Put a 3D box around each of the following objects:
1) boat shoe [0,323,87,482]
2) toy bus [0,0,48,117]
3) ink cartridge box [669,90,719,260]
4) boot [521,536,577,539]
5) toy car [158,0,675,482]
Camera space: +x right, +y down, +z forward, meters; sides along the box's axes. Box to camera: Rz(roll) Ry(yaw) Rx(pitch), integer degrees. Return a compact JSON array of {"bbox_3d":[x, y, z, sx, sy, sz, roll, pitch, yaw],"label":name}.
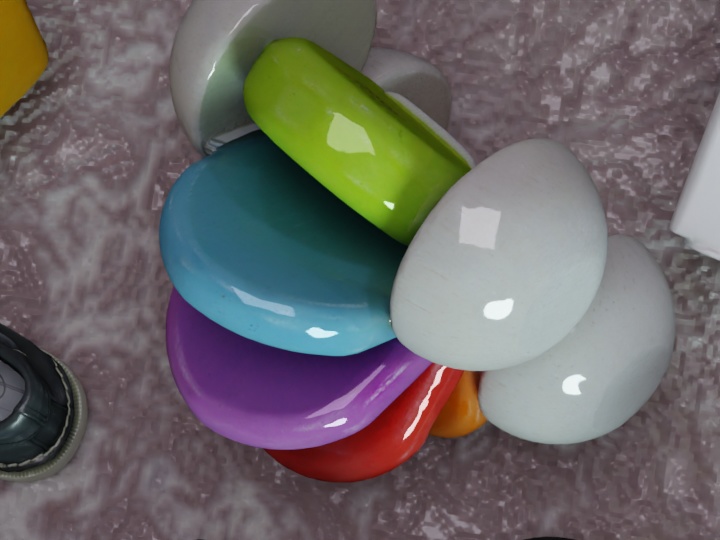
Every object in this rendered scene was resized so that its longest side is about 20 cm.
[{"bbox_3d":[-0.201,0.027,0.998,0.199,0.066,0.075,24,82,8],"label":"boat shoe"},{"bbox_3d":[-0.209,-0.051,0.981,0.200,0.065,0.078,-40,44,-20],"label":"toy bus"},{"bbox_3d":[0.214,-0.081,0.963,0.145,0.084,0.201,21,97,8],"label":"ink cartridge box"},{"bbox_3d":[0.117,0.168,0.905,0.079,0.158,0.211,-44,80,-6],"label":"boot"},{"bbox_3d":[0.000,0.000,0.930,0.150,0.200,0.175,-47,62,0],"label":"toy car"}]
